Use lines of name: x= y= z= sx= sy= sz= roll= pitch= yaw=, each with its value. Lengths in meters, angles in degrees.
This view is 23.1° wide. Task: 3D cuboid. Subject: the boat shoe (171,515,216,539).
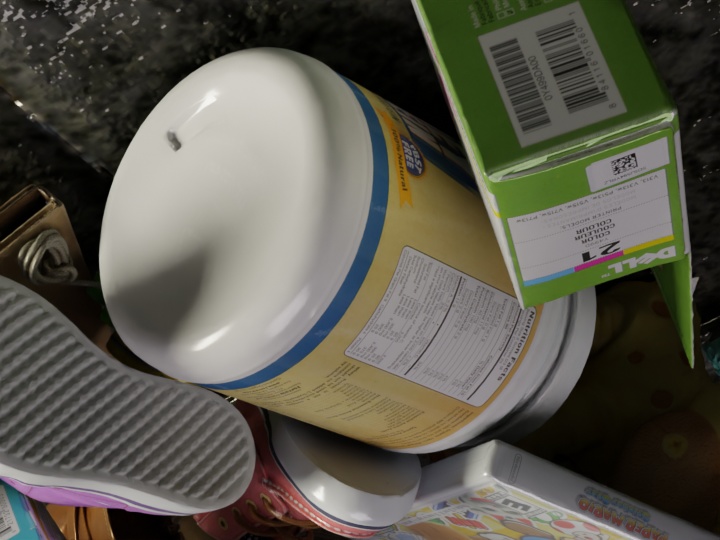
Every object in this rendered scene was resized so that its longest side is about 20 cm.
boat shoe: x=-0.109 y=0.186 z=1.064 sx=0.072 sy=0.076 sz=0.200 roll=0 pitch=142 yaw=-24

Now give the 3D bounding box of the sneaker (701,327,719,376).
sneaker: x=0.291 y=0.045 z=1.063 sx=0.200 sy=0.078 sz=0.091 roll=8 pitch=123 yaw=-38

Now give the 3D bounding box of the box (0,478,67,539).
box: x=-0.135 y=0.194 z=0.855 sx=0.049 sy=0.082 sz=0.200 roll=-30 pitch=119 yaw=-8

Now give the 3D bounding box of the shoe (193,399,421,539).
shoe: x=-0.030 y=0.109 z=0.872 sx=0.071 sy=0.200 sz=0.091 roll=17 pitch=101 yaw=-19

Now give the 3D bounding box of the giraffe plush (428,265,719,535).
giraffe plush: x=0.154 y=0.090 z=0.919 sx=0.200 sy=0.162 sz=0.173 roll=-31 pitch=138 yaw=-17

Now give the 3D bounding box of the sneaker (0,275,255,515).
sneaker: x=-0.153 y=0.063 z=0.755 sx=0.114 sy=0.073 sz=0.200 roll=-7 pitch=150 yaw=41

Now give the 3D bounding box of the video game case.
video game case: x=0.101 y=0.143 z=0.880 sx=0.182 sy=0.023 sz=0.200 roll=24 pitch=157 yaw=-14

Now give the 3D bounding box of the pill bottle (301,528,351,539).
pill bottle: x=-0.035 y=0.203 z=0.911 sx=0.114 sy=0.114 sz=0.200 roll=-19 pitch=179 yaw=3

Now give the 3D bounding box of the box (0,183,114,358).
box: x=-0.187 y=0.063 z=0.819 sx=0.163 sy=0.021 sz=0.200 roll=-42 pitch=158 yaw=-17

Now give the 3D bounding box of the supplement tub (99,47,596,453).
supplement tub: x=0.000 y=0.000 z=0.785 sx=0.145 sy=0.145 sz=0.200 roll=-36 pitch=142 yaw=26

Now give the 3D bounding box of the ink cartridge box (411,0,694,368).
ink cartridge box: x=0.082 y=-0.051 z=0.744 sx=0.076 sy=0.148 sz=0.200 roll=-19 pitch=146 yaw=2

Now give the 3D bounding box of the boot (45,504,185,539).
boot: x=-0.127 y=0.216 z=0.995 sx=0.074 sy=0.200 sz=0.155 roll=-27 pitch=168 yaw=-43

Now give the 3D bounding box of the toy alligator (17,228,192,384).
toy alligator: x=-0.087 y=0.024 z=0.824 sx=0.059 sy=0.054 sz=0.200 roll=-56 pitch=155 yaw=3
